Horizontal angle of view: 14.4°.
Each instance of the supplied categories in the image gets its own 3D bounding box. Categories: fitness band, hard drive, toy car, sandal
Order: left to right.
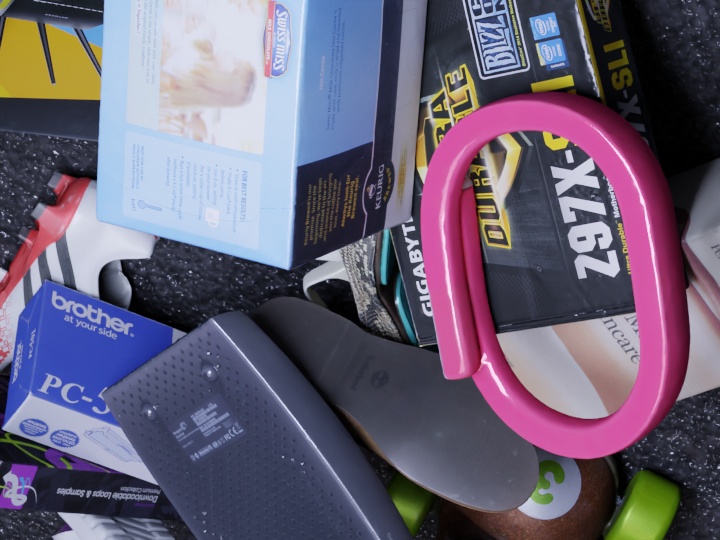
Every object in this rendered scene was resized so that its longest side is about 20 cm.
[{"bbox_3d":[-0.163,0.172,1.814,0.082,0.203,0.050,18,102,-28],"label":"sandal"},{"bbox_3d":[-0.054,0.124,1.693,0.135,0.042,0.200,-34,93,45],"label":"hard drive"},{"bbox_3d":[0.079,0.193,1.749,0.164,0.200,0.158,27,135,2],"label":"toy car"},{"bbox_3d":[0.104,0.003,1.522,0.144,0.037,0.200,-1,105,33],"label":"fitness band"}]

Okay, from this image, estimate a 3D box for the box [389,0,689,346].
[{"bbox_3d":[0.082,-0.068,1.568,0.160,0.049,0.200,-10,97,36],"label":"box"}]

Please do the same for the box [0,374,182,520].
[{"bbox_3d":[-0.205,0.107,1.805,0.143,0.200,0.036,32,101,36],"label":"box"}]

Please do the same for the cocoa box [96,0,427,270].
[{"bbox_3d":[-0.052,-0.119,1.533,0.133,0.131,0.200,14,111,29],"label":"cocoa box"}]

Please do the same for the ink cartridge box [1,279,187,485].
[{"bbox_3d":[-0.120,0.086,1.785,0.200,0.094,0.044,22,135,-20],"label":"ink cartridge box"}]

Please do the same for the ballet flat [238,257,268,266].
[{"bbox_3d":[-0.046,-0.076,1.672,0.057,0.066,0.200,32,135,5],"label":"ballet flat"}]

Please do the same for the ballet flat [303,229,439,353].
[{"bbox_3d":[0.000,0.000,1.712,0.075,0.068,0.200,-1,131,13],"label":"ballet flat"}]

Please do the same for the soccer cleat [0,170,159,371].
[{"bbox_3d":[-0.194,0.018,1.827,0.085,0.069,0.200,30,133,-6],"label":"soccer cleat"}]

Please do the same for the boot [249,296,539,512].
[{"bbox_3d":[0.023,0.086,1.705,0.200,0.074,0.075,31,162,20],"label":"boot"}]

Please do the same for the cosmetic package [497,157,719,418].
[{"bbox_3d":[0.166,0.016,1.632,0.200,0.087,0.103,-24,113,38],"label":"cosmetic package"}]

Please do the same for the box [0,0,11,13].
[{"bbox_3d":[-0.260,-0.172,1.617,0.117,0.048,0.200,45,105,16],"label":"box"}]

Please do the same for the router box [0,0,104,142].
[{"bbox_3d":[-0.166,-0.148,1.675,0.200,0.051,0.149,7,130,20],"label":"router box"}]
